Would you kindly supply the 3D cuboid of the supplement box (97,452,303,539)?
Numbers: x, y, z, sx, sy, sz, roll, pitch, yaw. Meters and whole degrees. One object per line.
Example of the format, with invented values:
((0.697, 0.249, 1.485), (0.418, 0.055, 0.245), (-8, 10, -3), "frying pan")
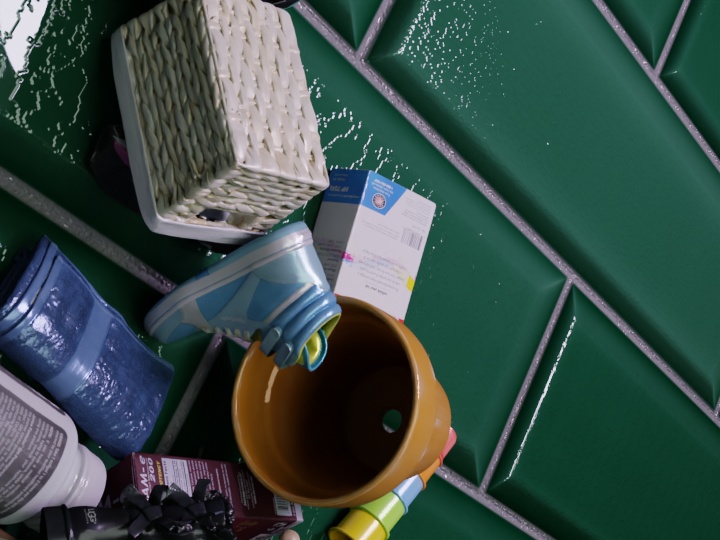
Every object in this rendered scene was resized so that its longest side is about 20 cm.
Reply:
((-0.166, 0.230, 1.107), (0.200, 0.109, 0.061), (15, 51, -43), "supplement box")

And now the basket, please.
((-0.123, -0.139, 1.020), (0.135, 0.123, 0.200), (8, 64, -50), "basket")

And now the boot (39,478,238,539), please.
((-0.199, 0.262, 0.999), (0.162, 0.073, 0.198), (0, 132, -22), "boot")

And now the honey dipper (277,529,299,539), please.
((-0.067, 0.322, 1.209), (0.038, 0.038, 0.200), (-52, 156, -25), "honey dipper")

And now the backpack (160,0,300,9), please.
((-0.126, -0.314, 1.026), (0.200, 0.176, 0.153), (29, 45, -54), "backpack")

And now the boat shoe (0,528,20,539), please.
((-0.359, 0.229, 0.959), (0.200, 0.072, 0.072), (48, 63, -44), "boat shoe")

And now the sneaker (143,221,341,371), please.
((-0.107, 0.053, 1.073), (0.131, 0.200, 0.080), (61, 27, 2), "sneaker")

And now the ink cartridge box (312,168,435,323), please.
((0.000, 0.000, 1.266), (0.116, 0.067, 0.200), (23, 80, -42), "ink cartridge box")

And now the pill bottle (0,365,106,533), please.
((-0.311, 0.144, 0.961), (0.200, 0.111, 0.111), (47, 65, -37), "pill bottle")

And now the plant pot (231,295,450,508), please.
((0.002, 0.142, 1.152), (0.183, 0.200, 0.200), (29, 75, -60), "plant pot")

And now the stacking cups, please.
((0.045, 0.261, 1.361), (0.200, 0.060, 0.061), (-44, 124, -35), "stacking cups")

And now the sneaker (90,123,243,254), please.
((-0.171, -0.091, 1.099), (0.200, 0.080, 0.086), (36, 53, -44), "sneaker")

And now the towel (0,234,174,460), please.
((-0.248, 0.074, 1.028), (0.200, 0.048, 0.112), (56, 32, -34), "towel")
